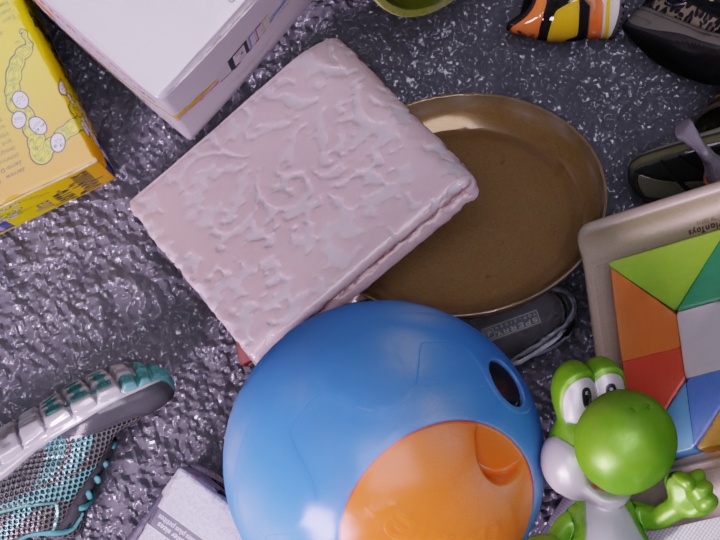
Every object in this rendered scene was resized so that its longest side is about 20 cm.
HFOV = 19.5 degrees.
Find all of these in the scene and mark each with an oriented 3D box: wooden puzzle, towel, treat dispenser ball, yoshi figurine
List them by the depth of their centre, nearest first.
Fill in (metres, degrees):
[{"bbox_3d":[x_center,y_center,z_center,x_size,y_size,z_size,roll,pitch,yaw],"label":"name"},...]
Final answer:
[{"bbox_3d":[0.152,0.152,1.241,0.112,0.112,0.200,-6,94,33],"label":"yoshi figurine"},{"bbox_3d":[0.222,0.045,1.279,0.185,0.037,0.200,-18,73,32],"label":"wooden puzzle"},{"bbox_3d":[0.015,0.118,1.304,0.200,0.201,0.201,0,86,0],"label":"treat dispenser ball"},{"bbox_3d":[-0.041,-0.048,1.411,0.191,0.032,0.200,-41,47,0],"label":"towel"}]

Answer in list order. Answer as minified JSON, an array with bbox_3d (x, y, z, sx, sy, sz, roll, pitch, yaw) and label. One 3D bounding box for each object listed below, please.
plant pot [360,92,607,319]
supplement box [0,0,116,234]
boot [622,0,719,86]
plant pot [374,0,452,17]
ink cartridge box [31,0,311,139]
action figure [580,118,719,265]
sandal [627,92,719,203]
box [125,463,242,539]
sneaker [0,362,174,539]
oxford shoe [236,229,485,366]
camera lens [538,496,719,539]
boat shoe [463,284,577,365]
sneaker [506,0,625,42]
[{"bbox_3d":[0.068,-0.040,1.423,0.200,0.028,0.200,-5,50,6],"label":"plant pot"},{"bbox_3d":[-0.262,-0.134,1.434,0.109,0.109,0.200,-26,87,-1],"label":"supplement box"},{"bbox_3d":[0.286,-0.191,1.410,0.154,0.203,0.073,-54,129,-7],"label":"boot"},{"bbox_3d":[-0.009,-0.298,1.400,0.193,0.200,0.201,30,87,29],"label":"plant pot"},{"bbox_3d":[-0.129,-0.196,1.391,0.147,0.200,0.145,41,87,3],"label":"ink cartridge box"},{"bbox_3d":[0.245,0.019,1.417,0.193,0.105,0.200,30,92,-24],"label":"action figure"},{"bbox_3d":[0.277,-0.101,1.456,0.201,0.080,0.057,-26,52,1],"label":"sandal"},{"bbox_3d":[-0.074,0.237,1.407,0.200,0.115,0.132,36,88,2],"label":"box"},{"bbox_3d":[-0.206,0.137,1.445,0.200,0.078,0.091,-31,102,2],"label":"sneaker"},{"bbox_3d":[0.000,0.000,1.445,0.200,0.070,0.075,-20,81,-2],"label":"oxford shoe"},{"bbox_3d":[0.202,0.191,1.384,0.160,0.160,0.200,34,90,2],"label":"camera lens"},{"bbox_3d":[0.057,0.060,1.440,0.199,0.068,0.074,-18,86,-1],"label":"boat shoe"},{"bbox_3d":[0.133,-0.258,1.459,0.090,0.070,0.200,-4,88,-3],"label":"sneaker"}]
